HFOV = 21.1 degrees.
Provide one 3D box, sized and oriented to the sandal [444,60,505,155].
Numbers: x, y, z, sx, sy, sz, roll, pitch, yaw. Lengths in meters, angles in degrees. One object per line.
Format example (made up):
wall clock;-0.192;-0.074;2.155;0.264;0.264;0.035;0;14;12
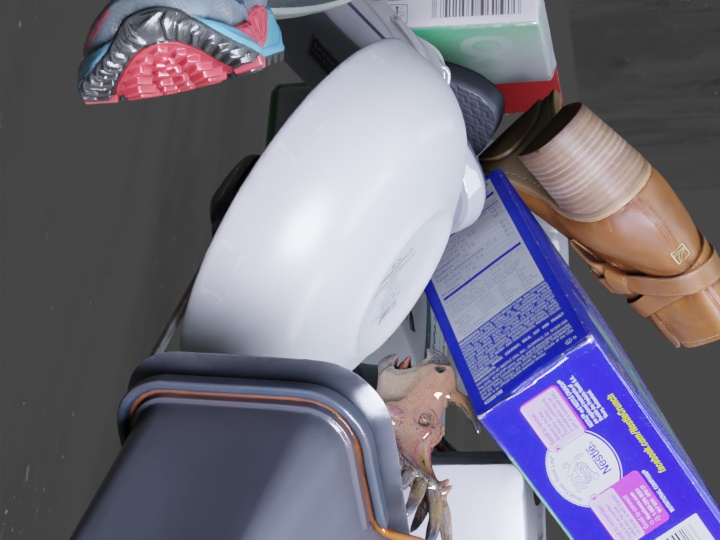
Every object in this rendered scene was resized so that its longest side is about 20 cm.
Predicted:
sandal;0.028;-0.099;1.209;0.043;0.076;0.200;-58;-164;-20

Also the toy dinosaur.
toy dinosaur;-0.006;0.148;0.972;0.086;0.134;0.202;-62;151;-70

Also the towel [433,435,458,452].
towel;0.052;0.175;1.418;0.200;0.021;0.148;-131;-144;-76

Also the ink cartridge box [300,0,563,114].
ink cartridge box;0.047;-0.127;1.254;0.200;0.159;0.051;66;24;-64

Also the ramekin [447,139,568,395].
ramekin;0.080;-0.004;1.393;0.202;0.093;0.205;-179;-90;-75

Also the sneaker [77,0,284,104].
sneaker;-0.085;-0.125;0.833;0.200;0.078;0.097;-75;152;-82

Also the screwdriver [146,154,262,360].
screwdriver;-0.071;-0.005;0.958;0.201;0.029;0.028;-75;160;-59

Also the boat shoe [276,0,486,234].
boat shoe;0.019;-0.107;1.081;0.201;0.065;0.074;55;-39;21

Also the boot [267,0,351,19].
boot;-0.040;-0.190;1.062;0.199;0.144;0.073;-32;115;-34

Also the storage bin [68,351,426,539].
storage bin;-0.046;0.157;0.802;0.135;0.144;0.202;-57;145;-54

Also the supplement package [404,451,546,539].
supplement package;0.026;0.205;1.085;0.111;0.154;0.202;8;80;-78

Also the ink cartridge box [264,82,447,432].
ink cartridge box;0.000;0.000;1.182;0.200;0.082;0.148;68;22;-59

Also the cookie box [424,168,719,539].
cookie box;0.111;0.064;1.048;0.172;0.075;0.200;52;8;-27

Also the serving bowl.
serving bowl;-0.004;-0.010;0.952;0.201;0.066;0.201;-52;164;-21

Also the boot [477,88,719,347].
boot;0.148;-0.029;1.138;0.155;0.077;0.200;47;-9;-10
